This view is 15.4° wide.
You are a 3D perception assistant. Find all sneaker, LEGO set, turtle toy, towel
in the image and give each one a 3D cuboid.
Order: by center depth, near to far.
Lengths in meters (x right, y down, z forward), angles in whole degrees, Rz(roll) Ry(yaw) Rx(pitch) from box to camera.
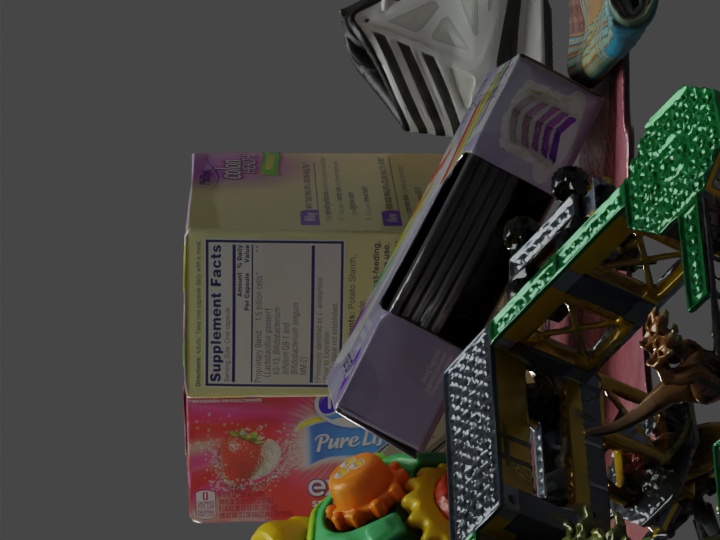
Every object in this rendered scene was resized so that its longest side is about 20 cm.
[{"bbox_3d":[0.097,0.068,0.612,0.154,0.115,0.201,-52,28,32],"label":"LEGO set"},{"bbox_3d":[0.105,-0.160,1.140,0.200,0.022,0.148,121,150,-86],"label":"towel"},{"bbox_3d":[0.046,0.154,1.225,0.201,0.145,0.101,61,139,39],"label":"turtle toy"},{"bbox_3d":[0.046,-0.169,1.456,0.076,0.114,0.202,98,173,-74],"label":"sneaker"}]

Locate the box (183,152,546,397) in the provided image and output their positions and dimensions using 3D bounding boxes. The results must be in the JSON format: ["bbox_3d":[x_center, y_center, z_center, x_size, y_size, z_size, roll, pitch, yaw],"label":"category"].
[{"bbox_3d":[0.000,0.000,1.517,0.176,0.198,0.097,-99,10,-73],"label":"box"}]

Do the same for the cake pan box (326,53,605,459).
[{"bbox_3d":[0.046,-0.009,1.269,0.185,0.052,0.200,-64,2,2],"label":"cake pan box"}]

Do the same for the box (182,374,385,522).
[{"bbox_3d":[-0.004,0.085,1.578,0.100,0.198,0.096,-95,4,-71],"label":"box"}]

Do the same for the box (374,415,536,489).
[{"bbox_3d":[0.048,0.165,1.496,0.082,0.068,0.201,42,152,23],"label":"box"}]
